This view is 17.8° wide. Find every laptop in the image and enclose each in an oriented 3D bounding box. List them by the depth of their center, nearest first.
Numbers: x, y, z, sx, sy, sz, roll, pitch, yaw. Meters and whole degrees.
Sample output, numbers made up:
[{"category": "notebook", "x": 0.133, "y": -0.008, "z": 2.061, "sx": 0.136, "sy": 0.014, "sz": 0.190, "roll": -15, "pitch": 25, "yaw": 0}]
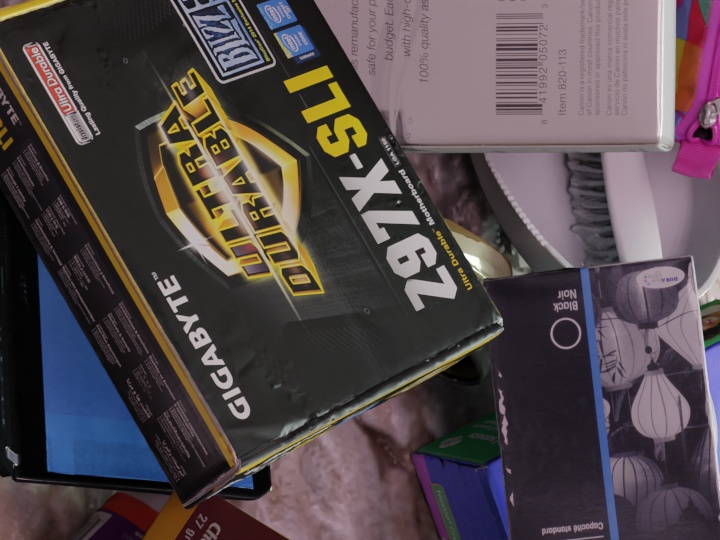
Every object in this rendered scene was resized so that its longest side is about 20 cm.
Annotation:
[{"category": "laptop", "x": -0.114, "y": -0.013, "z": 0.947, "sx": 0.102, "sy": 0.200, "sz": 0.179, "roll": -11, "pitch": 62, "yaw": 7}]

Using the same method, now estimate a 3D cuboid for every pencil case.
[{"category": "pencil case", "x": 0.185, "y": -0.149, "z": 1.084, "sx": 0.088, "sy": 0.088, "sz": 0.202, "roll": -5, "pitch": 114, "yaw": -27}]

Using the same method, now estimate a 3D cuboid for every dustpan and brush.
[{"category": "dustpan and brush", "x": 0.133, "y": -0.002, "z": 1.105, "sx": 0.139, "sy": 0.057, "sz": 0.202, "roll": -2, "pitch": 73, "yaw": -27}]

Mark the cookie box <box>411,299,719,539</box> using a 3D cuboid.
[{"category": "cookie box", "x": 0.147, "y": 0.129, "z": 1.141, "sx": 0.199, "sy": 0.075, "sz": 0.172, "roll": -24, "pitch": 100, "yaw": -26}]

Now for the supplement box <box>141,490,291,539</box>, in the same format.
[{"category": "supplement box", "x": 0.009, "y": 0.210, "z": 0.890, "sx": 0.133, "sy": 0.197, "sz": 0.200, "roll": -56, "pitch": 134, "yaw": -9}]

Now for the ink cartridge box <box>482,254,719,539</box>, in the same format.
[{"category": "ink cartridge box", "x": 0.113, "y": 0.098, "z": 1.039, "sx": 0.099, "sy": 0.039, "sz": 0.202, "roll": -7, "pitch": 86, "yaw": 3}]

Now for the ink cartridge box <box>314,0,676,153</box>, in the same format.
[{"category": "ink cartridge box", "x": 0.039, "y": -0.126, "z": 1.022, "sx": 0.198, "sy": 0.083, "sz": 0.148, "roll": 1, "pitch": 91, "yaw": 11}]

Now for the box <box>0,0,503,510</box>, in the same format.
[{"category": "box", "x": -0.052, "y": -0.027, "z": 0.921, "sx": 0.159, "sy": 0.049, "sz": 0.201, "roll": -24, "pitch": 81, "yaw": -43}]

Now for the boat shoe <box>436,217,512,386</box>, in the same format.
[{"category": "boat shoe", "x": 0.000, "y": 0.000, "z": 1.038, "sx": 0.199, "sy": 0.073, "sz": 0.065, "roll": 22, "pitch": 56, "yaw": -41}]

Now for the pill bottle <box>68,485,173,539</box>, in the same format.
[{"category": "pill bottle", "x": -0.122, "y": 0.191, "z": 0.980, "sx": 0.200, "sy": 0.112, "sz": 0.113, "roll": -45, "pitch": 110, "yaw": -20}]
